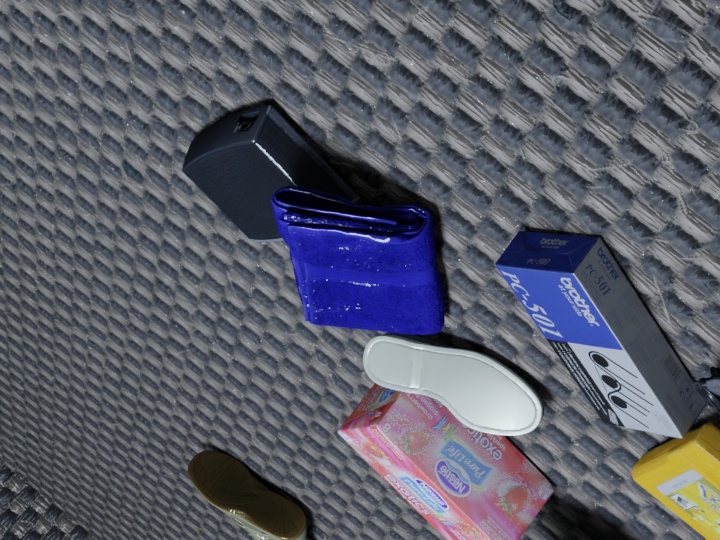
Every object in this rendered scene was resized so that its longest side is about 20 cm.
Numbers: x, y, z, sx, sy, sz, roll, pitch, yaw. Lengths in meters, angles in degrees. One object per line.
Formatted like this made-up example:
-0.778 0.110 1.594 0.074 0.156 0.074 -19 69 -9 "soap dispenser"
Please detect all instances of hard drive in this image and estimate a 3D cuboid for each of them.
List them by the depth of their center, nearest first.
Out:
-0.093 -0.085 1.778 0.135 0.042 0.200 46 157 -15 "hard drive"

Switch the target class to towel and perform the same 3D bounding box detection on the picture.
0.000 0.000 1.722 0.147 0.050 0.200 10 153 13 "towel"

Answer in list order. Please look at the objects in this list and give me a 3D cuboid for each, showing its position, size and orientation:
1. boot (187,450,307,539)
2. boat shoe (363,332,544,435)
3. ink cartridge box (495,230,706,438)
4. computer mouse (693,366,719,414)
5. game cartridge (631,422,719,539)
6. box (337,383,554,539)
-0.152 0.344 2.659 0.199 0.072 0.155 30 159 22 "boot"
0.099 0.105 1.838 0.199 0.073 0.062 18 -167 30 "boat shoe"
0.201 0.054 1.568 0.094 0.044 0.200 8 141 50 "ink cartridge box"
0.350 0.126 1.474 0.140 0.046 0.200 46 169 -26 "computer mouse"
0.334 0.211 1.643 0.176 0.032 0.200 39 166 3 "game cartridge"
0.089 0.196 1.952 0.200 0.095 0.103 45 157 -14 "box"
